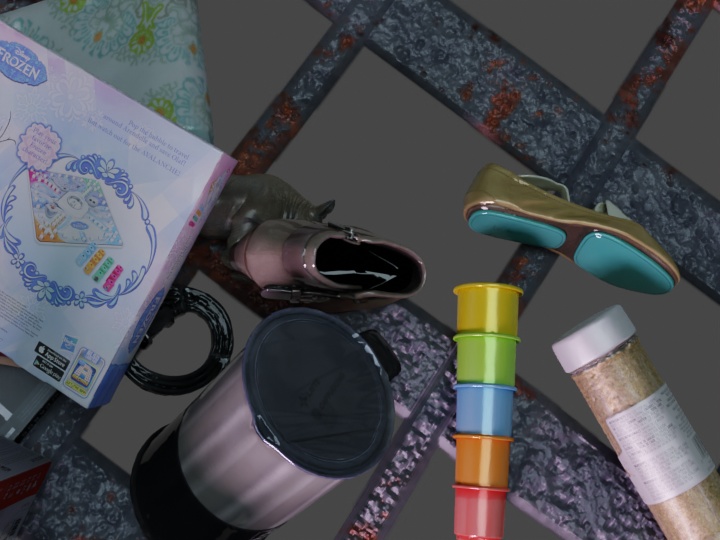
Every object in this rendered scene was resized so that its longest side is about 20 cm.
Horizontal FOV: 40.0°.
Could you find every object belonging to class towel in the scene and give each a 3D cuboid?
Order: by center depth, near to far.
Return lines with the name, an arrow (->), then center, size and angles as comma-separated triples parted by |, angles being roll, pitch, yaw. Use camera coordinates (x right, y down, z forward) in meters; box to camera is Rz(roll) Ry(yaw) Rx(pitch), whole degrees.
towel -> -0.217, -0.143, 0.781 | 0.196, 0.048, 0.174 | -13, 70, 5

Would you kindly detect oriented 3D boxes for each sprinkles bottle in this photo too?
sprinkles bottle -> 0.235, 0.130, 0.811 | 0.067, 0.068, 0.202 | -28, 83, -14

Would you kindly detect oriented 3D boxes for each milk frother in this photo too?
milk frother -> -0.091, 0.077, 0.707 | 0.200, 0.188, 0.181 | 42, 42, -5

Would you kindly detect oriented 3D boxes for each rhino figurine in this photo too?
rhino figurine -> -0.094, -0.039, 0.804 | 0.196, 0.060, 0.089 | 12, 72, -8

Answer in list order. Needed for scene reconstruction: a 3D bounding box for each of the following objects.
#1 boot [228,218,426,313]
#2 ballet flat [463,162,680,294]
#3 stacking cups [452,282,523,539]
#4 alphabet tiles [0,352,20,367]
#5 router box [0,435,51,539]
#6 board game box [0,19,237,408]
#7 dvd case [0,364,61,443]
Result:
boot -> 0.000, 0.000, 0.730 | 0.197, 0.145, 0.072 | 3, 90, -35
ballet flat -> 0.186, -0.042, 0.846 | 0.197, 0.069, 0.064 | 20, 61, -5
stacking cups -> 0.099, 0.114, 0.797 | 0.059, 0.061, 0.204 | 6, 76, -7
alphabet tiles -> -0.266, -0.016, 0.738 | 0.196, 0.006, 0.170 | 10, 90, 9
router box -> -0.282, 0.205, 0.636 | 0.048, 0.200, 0.182 | 24, 84, -2
board game box -> -0.220, -0.041, 0.707 | 0.198, 0.043, 0.201 | 30, 93, 9
dvd case -> -0.309, 0.029, 0.773 | 0.199, 0.025, 0.151 | 39, 75, 2
